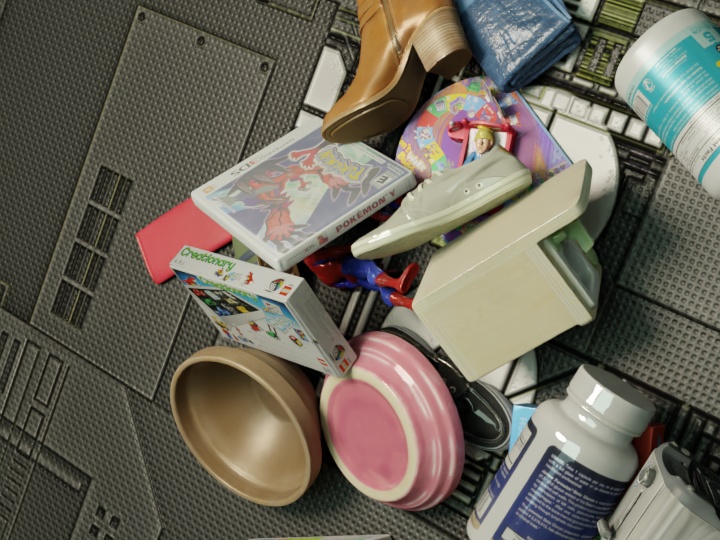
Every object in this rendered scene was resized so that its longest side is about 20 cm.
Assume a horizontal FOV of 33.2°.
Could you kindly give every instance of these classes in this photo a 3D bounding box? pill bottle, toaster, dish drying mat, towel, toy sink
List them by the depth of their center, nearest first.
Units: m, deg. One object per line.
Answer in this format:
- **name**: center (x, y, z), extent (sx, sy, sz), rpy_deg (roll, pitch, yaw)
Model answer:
- **toaster**: center (0.316, 0.262, 1.107), extent (0.199, 0.114, 0.129), rpy_deg (31, 110, -9)
- **pill bottle**: center (0.341, -0.143, 1.138), extent (0.111, 0.111, 0.200), rpy_deg (-45, 67, 20)
- **pill bottle**: center (0.195, 0.194, 1.153), extent (0.111, 0.111, 0.201), rpy_deg (36, 105, 27)
- **toy sink**: center (0.170, 0.002, 1.201), extent (0.200, 0.130, 0.112), rpy_deg (-33, 104, 25)
- **towel**: center (0.143, -0.295, 1.295), extent (0.112, 0.048, 0.201), rpy_deg (-38, 67, 19)
- **dish drying mat**: center (-0.195, -0.058, 1.504), extent (0.199, 0.018, 0.077), rpy_deg (-29, 73, 25)

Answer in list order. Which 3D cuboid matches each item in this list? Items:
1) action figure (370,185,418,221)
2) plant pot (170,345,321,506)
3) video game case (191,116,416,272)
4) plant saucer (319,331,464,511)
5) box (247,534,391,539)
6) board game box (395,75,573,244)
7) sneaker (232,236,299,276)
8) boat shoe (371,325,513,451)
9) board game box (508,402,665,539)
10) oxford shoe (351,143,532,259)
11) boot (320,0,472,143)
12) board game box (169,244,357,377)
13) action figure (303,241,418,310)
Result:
- **action figure**: center (0.012, -0.091, 1.368), extent (0.199, 0.052, 0.066), rpy_deg (14, 89, 29)
- **plant pot**: center (-0.112, 0.161, 1.375), extent (0.200, 0.093, 0.202), rpy_deg (21, 129, 28)
- **video game case**: center (-0.066, -0.090, 1.322), extent (0.182, 0.023, 0.200), rpy_deg (-34, 40, -18)
- **plant saucer**: center (0.023, 0.168, 1.295), extent (0.200, 0.051, 0.202), rpy_deg (21, 120, 42)
- **box**: center (-0.071, 0.355, 1.347), extent (0.199, 0.112, 0.102), rpy_deg (-9, 82, 29)
- **board game box**: center (0.124, -0.118, 1.283), extent (0.158, 0.039, 0.200), rpy_deg (-36, 68, 8)
- **sneaker**: center (-0.112, -0.003, 1.429), extent (0.090, 0.067, 0.201), rpy_deg (-141, 44, -67)
- **boat shoe**: center (0.082, 0.125, 1.298), extent (0.200, 0.066, 0.070), rpy_deg (42, 107, 26)
- **board game box**: center (0.220, 0.245, 1.223), extent (0.152, 0.040, 0.201), rpy_deg (5, 89, 31)
- **oxford shoe**: center (0.078, -0.069, 1.237), extent (0.199, 0.075, 0.058), rpy_deg (-28, 81, 7)
- **boot**: center (0.016, -0.246, 1.319), extent (0.200, 0.077, 0.156), rpy_deg (-38, 62, 28)
- **board game box**: center (-0.107, 0.042, 1.294), extent (0.199, 0.126, 0.035), rpy_deg (15, 57, 43)
- **action figure**: center (0.000, 0.000, 1.341), extent (0.199, 0.065, 0.052), rpy_deg (13, 65, 47)
